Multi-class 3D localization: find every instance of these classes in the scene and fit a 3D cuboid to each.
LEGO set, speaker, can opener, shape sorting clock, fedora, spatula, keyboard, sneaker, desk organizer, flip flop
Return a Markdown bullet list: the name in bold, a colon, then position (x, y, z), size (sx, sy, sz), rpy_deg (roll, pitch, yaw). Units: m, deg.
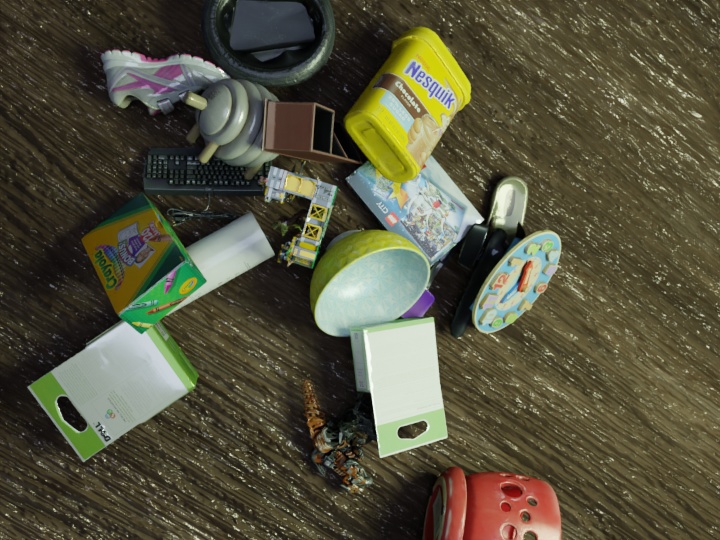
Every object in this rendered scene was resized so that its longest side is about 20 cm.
- **LEGO set**: position (-0.106, -0.086, 1.015), size (0.115, 0.200, 0.155), rpy_deg (17, 104, -2)
- **speaker**: position (-0.236, -0.011, 1.048), size (0.199, 0.081, 0.082), rpy_deg (-30, 98, -6)
- **can opener**: position (0.193, 0.019, 1.119), size (0.078, 0.063, 0.201), rpy_deg (23, 113, 19)
- **shape sorting clock**: position (0.259, 0.022, 1.096), size (0.199, 0.039, 0.201), rpy_deg (-25, 138, -25)
- **fedora**: position (-0.140, -0.367, 1.036), size (0.199, 0.092, 0.202), rpy_deg (0, 93, -6)
- **spatula**: position (0.129, -0.002, 1.140), size (0.056, 0.021, 0.200), rpy_deg (35, 87, -11)
- **keyboard**: position (-0.238, -0.133, 1.057), size (0.199, 0.021, 0.128), rpy_deg (-1, 79, -9)
- **sneaker**: position (-0.294, -0.280, 1.028), size (0.199, 0.081, 0.089), rpy_deg (3, 94, -2)
- **desk organizer**: position (-0.063, -0.201, 0.998), size (0.077, 0.200, 0.072), rpy_deg (7, 96, 21)
- **flip flop**: position (0.251, -0.059, 1.137), size (0.081, 0.058, 0.201), rpy_deg (7, 96, -10)

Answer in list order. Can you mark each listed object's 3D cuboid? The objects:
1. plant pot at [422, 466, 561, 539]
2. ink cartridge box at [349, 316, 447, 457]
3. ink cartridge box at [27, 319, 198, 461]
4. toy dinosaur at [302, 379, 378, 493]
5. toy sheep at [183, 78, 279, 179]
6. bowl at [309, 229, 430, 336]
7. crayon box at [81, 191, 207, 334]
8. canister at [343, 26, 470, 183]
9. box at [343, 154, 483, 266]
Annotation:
- **plant pot**: position (0.203, 0.427, 1.094), size (0.181, 0.200, 0.202), rpy_deg (12, 91, -2)
- **ink cartridge box**: position (0.064, 0.182, 1.084), size (0.145, 0.048, 0.201), rpy_deg (-6, 90, -34)
- **ink cartridge box**: position (-0.377, 0.170, 1.038), size (0.199, 0.076, 0.148), rpy_deg (-34, 99, -5)
- **toy dinosaur**: position (-0.033, 0.271, 1.098), size (0.135, 0.102, 0.200), rpy_deg (-30, 120, 10)
- **toy sheep**: position (-0.179, -0.215, 0.990), size (0.137, 0.200, 0.139), rpy_deg (-5, 81, 34)
- **bowl**: position (0.000, 0.000, 1.063), size (0.199, 0.201, 0.108), rpy_deg (-24, 54, -8)
- **crayon box**: position (-0.320, -0.016, 0.981), size (0.119, 0.200, 0.058), rpy_deg (-40, 139, -5)
- **canister**: position (0.074, -0.252, 1.034), size (0.149, 0.086, 0.200), rpy_deg (47, 58, -26)
- **box**: position (0.087, -0.115, 1.108), size (0.136, 0.038, 0.200), rpy_deg (-40, 93, -5)
